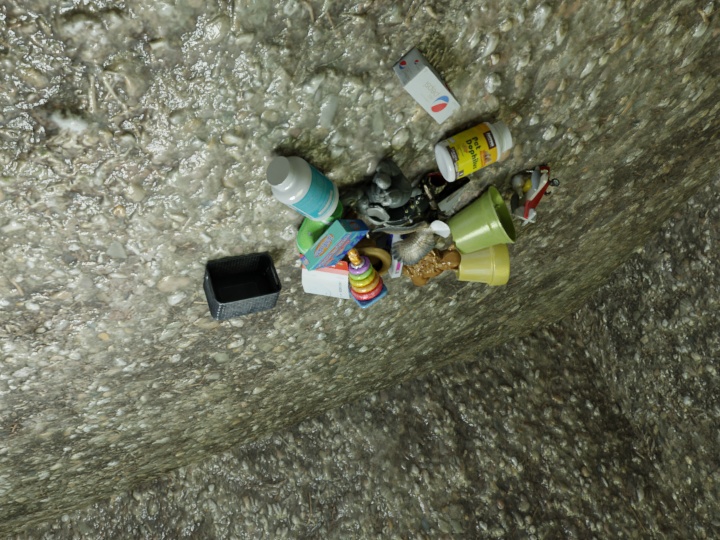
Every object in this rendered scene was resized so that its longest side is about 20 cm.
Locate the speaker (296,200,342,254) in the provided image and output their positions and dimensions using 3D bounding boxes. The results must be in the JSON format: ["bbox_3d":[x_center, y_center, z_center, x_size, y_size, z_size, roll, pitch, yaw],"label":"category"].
[{"bbox_3d":[-0.115,-0.121,1.509,0.086,0.091,0.201,-10,156,-29],"label":"speaker"}]

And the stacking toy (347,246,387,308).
[{"bbox_3d":[0.000,0.000,1.676,0.108,0.116,0.204,-32,130,-11],"label":"stacking toy"}]

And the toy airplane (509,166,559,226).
[{"bbox_3d":[0.558,-0.256,1.846,0.202,0.140,0.199,-55,177,25],"label":"toy airplane"}]

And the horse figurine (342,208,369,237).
[{"bbox_3d":[-0.058,-0.117,1.623,0.194,0.051,0.134,-22,145,3],"label":"horse figurine"}]

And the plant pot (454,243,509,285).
[{"bbox_3d":[0.454,-0.040,2.115,0.181,0.208,0.202,-7,154,0],"label":"plant pot"}]

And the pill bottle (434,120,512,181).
[{"bbox_3d":[0.308,-0.330,1.504,0.195,0.112,0.110,-25,155,-3],"label":"pill bottle"}]

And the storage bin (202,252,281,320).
[{"bbox_3d":[-0.335,0.044,1.566,0.194,0.138,0.095,-10,151,-30],"label":"storage bin"}]

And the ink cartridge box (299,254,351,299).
[{"bbox_3d":[-0.112,0.022,1.753,0.154,0.049,0.201,9,156,7],"label":"ink cartridge box"}]

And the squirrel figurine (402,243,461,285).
[{"bbox_3d":[0.244,-0.027,1.877,0.181,0.148,0.198,-6,176,32],"label":"squirrel figurine"}]

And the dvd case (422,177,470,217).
[{"bbox_3d":[0.255,-0.203,1.719,0.198,0.018,0.144,-35,165,-40],"label":"dvd case"}]

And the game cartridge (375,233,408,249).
[{"bbox_3d":[0.076,-0.063,1.877,0.197,0.042,0.132,-34,150,16],"label":"game cartridge"}]

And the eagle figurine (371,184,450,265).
[{"bbox_3d":[0.152,-0.113,1.567,0.198,0.153,0.151,-39,175,2],"label":"eagle figurine"}]

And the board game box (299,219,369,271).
[{"bbox_3d":[-0.066,-0.072,1.510,0.152,0.045,0.199,-44,171,18],"label":"board game box"}]

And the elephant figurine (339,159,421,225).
[{"bbox_3d":[0.034,-0.199,1.502,0.198,0.157,0.142,-34,-171,41],"label":"elephant figurine"}]

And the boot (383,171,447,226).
[{"bbox_3d":[0.156,-0.211,1.624,0.199,0.075,0.155,-20,158,-31],"label":"boot"}]

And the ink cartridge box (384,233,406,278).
[{"bbox_3d":[0.111,-0.082,1.748,0.036,0.096,0.204,-9,137,-15],"label":"ink cartridge box"}]

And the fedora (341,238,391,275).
[{"bbox_3d":[0.005,-0.042,1.770,0.192,0.084,0.203,-4,149,-2],"label":"fedora"}]

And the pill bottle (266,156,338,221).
[{"bbox_3d":[-0.141,-0.200,1.322,0.109,0.113,0.199,-33,154,17],"label":"pill bottle"}]

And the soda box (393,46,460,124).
[{"bbox_3d":[0.154,-0.414,1.255,0.067,0.065,0.198,-35,154,21],"label":"soda box"}]

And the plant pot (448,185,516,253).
[{"bbox_3d":[0.402,-0.151,1.866,0.180,0.207,0.198,-25,158,27],"label":"plant pot"}]
